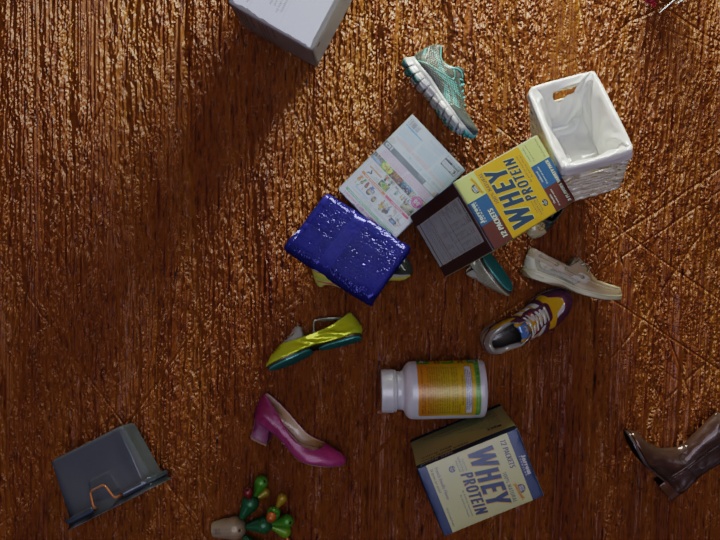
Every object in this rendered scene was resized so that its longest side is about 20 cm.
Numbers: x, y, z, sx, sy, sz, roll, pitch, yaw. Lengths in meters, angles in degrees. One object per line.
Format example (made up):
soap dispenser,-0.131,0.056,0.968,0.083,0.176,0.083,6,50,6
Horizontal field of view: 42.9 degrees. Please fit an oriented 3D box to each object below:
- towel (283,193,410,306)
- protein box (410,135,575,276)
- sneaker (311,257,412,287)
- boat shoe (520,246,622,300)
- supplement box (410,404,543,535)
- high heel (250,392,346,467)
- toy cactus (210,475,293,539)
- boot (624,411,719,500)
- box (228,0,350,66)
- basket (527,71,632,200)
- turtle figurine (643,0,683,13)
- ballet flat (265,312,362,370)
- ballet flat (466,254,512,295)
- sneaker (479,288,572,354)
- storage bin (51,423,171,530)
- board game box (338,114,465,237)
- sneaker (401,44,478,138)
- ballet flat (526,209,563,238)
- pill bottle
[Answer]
towel,-0.023,-0.037,1.694,0.199,0.050,0.148,33,66,12
protein box,0.232,-0.112,1.643,0.198,0.200,0.135,-30,88,-23
sneaker,0.000,0.000,1.756,0.198,0.078,0.091,5,136,-3
boat shoe,0.412,0.007,1.762,0.199,0.072,0.065,17,95,3
supplement box,0.212,0.368,1.721,0.199,0.200,0.135,-23,94,1
high heel,-0.114,0.312,1.780,0.199,0.067,0.097,20,105,11
toy cactus,-0.211,0.507,1.789,0.164,0.102,0.201,-8,103,10
boot,0.638,0.328,1.791,0.200,0.064,0.187,-38,107,5
box,-0.108,-0.506,1.648,0.171,0.200,0.200,29,93,-1
basket,0.396,-0.240,1.675,0.135,0.124,0.201,-15,59,0
turtle figurine,0.558,-0.578,1.703,0.149,0.101,0.201,38,78,-18
ballet flat,-0.094,0.133,1.774,0.199,0.067,0.067,-19,73,-2
ballet flat,0.216,-0.026,1.768,0.062,0.067,0.201,-35,91,29
sneaker,0.325,0.104,1.756,0.199,0.090,0.075,-32,95,2
storage bin,-0.489,0.388,1.752,0.199,0.146,0.135,-27,84,1
board game box,0.077,-0.172,1.745,0.200,0.064,0.148,-44,93,1
sneaker,0.169,-0.342,1.730,0.091,0.078,0.200,-39,96,-2
ballet flat,0.382,-0.147,1.749,0.066,0.057,0.201,33,94,-29
pill bottle,0.138,0.228,1.753,0.198,0.111,0.112,-1,95,-1
